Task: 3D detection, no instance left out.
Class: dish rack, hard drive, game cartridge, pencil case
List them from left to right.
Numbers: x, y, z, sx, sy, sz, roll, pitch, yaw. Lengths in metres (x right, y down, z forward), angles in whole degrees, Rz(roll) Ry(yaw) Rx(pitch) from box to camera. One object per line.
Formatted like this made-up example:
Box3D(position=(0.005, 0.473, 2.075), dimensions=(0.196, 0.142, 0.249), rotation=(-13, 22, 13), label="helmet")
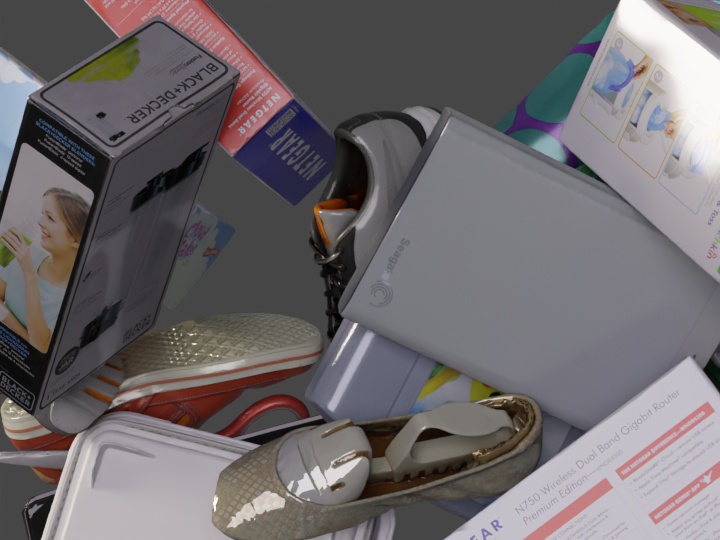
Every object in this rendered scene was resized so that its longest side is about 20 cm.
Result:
Box3D(position=(-0.092, 0.173, 1.565), dimensions=(0.200, 0.044, 0.172), rotation=(13, 74, 11), label="dish rack")
Box3D(position=(0.074, 0.077, 1.608), dimensions=(0.200, 0.040, 0.134), rotation=(28, 90, -19), label="game cartridge")
Box3D(position=(0.106, 0.009, 1.550), dimensions=(0.200, 0.026, 0.132), rotation=(25, 107, -12), label="hard drive")
Box3D(position=(0.144, -0.099, 1.644), dimensions=(0.200, 0.085, 0.092), rotation=(-44, 41, 1), label="pencil case")

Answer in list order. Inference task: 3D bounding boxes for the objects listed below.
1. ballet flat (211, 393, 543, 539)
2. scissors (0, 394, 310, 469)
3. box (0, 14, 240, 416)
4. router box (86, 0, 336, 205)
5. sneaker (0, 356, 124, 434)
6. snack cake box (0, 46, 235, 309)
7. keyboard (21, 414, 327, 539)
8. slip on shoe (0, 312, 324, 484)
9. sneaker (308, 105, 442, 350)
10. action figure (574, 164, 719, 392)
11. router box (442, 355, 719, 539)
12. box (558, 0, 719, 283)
Box3D(position=(0.010, 0.101, 1.533), dimensions=(0.200, 0.062, 0.068), rotation=(-11, 55, -23), label="ballet flat")
Box3D(position=(-0.118, 0.120, 1.651), dimensions=(0.200, 0.014, 0.073), rotation=(-11, 123, -5), label="scissors")
Box3D(position=(-0.144, -0.029, 1.498), dimensions=(0.060, 0.200, 0.117), rotation=(36, 44, 15), label="box")
Box3D(position=(-0.098, -0.130, 1.616), dimensions=(0.049, 0.200, 0.180), rotation=(-43, 80, 2), label="router box")
Box3D(position=(-0.203, 0.046, 1.646), dimensions=(0.077, 0.078, 0.200), rotation=(-50, 34, 10), label="sneaker")
Box3D(position=(-0.181, -0.065, 1.668), dimensions=(0.200, 0.115, 0.067), rotation=(38, 89, 11), label="snack cake box")
Box3D(position=(-0.090, 0.166, 1.599), dimensions=(0.200, 0.021, 0.127), rotation=(-16, 71, 5), label="keyboard")
Box3D(position=(-0.116, 0.076, 1.671), dimensions=(0.200, 0.074, 0.061), rotation=(-19, 114, -1), label="slip on shoe")
Box3D(position=(0.000, 0.000, 1.630), dimensions=(0.074, 0.079, 0.201), rotation=(22, 107, 53), label="sneaker")
Box3D(position=(0.194, 0.012, 1.601), dimensions=(0.200, 0.055, 0.118), rotation=(44, 107, -4), label="action figure")
Box3D(position=(0.158, 0.177, 1.521), dimensions=(0.200, 0.049, 0.180), rotation=(-36, 80, 1), label="router box")
Box3D(position=(0.220, -0.062, 1.516), dimensions=(0.200, 0.112, 0.102), rotation=(47, 121, 45), label="box")
